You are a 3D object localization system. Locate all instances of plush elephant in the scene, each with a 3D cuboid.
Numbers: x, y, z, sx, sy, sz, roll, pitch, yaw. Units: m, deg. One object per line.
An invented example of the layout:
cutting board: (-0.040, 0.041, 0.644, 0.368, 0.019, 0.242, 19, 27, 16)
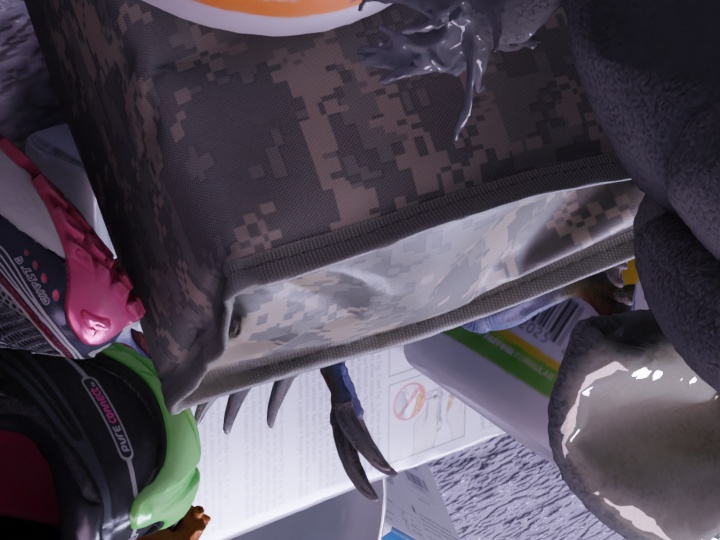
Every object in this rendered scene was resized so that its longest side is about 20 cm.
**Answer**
plush elephant: (0.110, -0.019, 0.557, 0.199, 0.166, 0.155, 5, 152, 30)

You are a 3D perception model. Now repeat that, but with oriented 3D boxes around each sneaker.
sneaker: (-0.148, 0.047, 0.713, 0.198, 0.077, 0.084, 4, -158, 20)
sneaker: (-0.144, 0.000, 0.671, 0.199, 0.075, 0.081, 9, 145, 36)

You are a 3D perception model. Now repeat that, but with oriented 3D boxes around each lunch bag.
lunch bag: (0.017, -0.074, 0.679, 0.199, 0.165, 0.118, -16, 163, -20)

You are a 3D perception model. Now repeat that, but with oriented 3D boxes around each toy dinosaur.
toy dinosaur: (0.000, 0.000, 0.789, 0.180, 0.201, 0.105, 7, 142, 11)

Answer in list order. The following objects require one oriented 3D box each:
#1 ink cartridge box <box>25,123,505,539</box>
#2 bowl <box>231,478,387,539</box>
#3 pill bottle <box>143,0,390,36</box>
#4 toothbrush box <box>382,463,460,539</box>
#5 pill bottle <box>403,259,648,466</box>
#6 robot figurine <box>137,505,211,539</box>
ink cartridge box: (-0.024, 0.008, 0.874, 0.199, 0.057, 0.164, -21, 123, -37)
bowl: (-0.097, 0.089, 0.947, 0.200, 0.090, 0.203, -12, 119, -22)
pill bottle: (-0.006, -0.153, 0.529, 0.113, 0.115, 0.200, -13, 155, -22)
toothbrush box: (-0.069, 0.138, 1.107, 0.199, 0.086, 0.146, -31, 154, 12)
pill bottle: (0.112, -0.023, 0.863, 0.201, 0.111, 0.111, -57, 152, -3)
robot figurine: (-0.157, 0.071, 0.811, 0.145, 0.199, 0.058, -61, 177, 36)
